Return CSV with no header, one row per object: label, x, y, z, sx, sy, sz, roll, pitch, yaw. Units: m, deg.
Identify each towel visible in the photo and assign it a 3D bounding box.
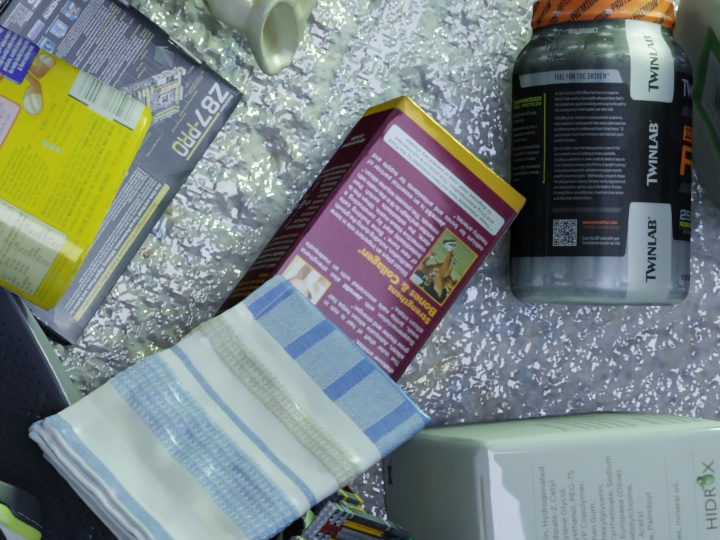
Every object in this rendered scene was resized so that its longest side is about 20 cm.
towel,-0.077,0.092,1.355,0.199,0.024,0.147,-31,59,-27

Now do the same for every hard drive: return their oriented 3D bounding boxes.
hard drive,-0.222,0.112,1.404,0.134,0.042,0.201,-29,83,18

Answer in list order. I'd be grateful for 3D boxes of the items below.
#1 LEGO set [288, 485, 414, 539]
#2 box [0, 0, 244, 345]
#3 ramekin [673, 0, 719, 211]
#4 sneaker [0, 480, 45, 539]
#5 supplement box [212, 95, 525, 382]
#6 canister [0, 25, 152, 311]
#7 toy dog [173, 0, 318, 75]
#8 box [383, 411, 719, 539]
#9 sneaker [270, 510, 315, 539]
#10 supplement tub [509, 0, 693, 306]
LEGO set,-0.047,0.179,1.387,0.154,0.116,0.200,-43,61,11
box,-0.193,-0.079,1.458,0.161,0.049,0.201,35,78,-11
ramekin,0.285,-0.117,1.536,0.097,0.200,0.202,-15,93,-10
sneaker,-0.268,0.143,1.305,0.199,0.072,0.083,24,75,-27
supplement box,0.000,0.000,1.496,0.110,0.086,0.201,39,78,-12
canister,-0.239,-0.082,1.363,0.199,0.087,0.149,29,60,-9
toy dog,-0.115,-0.236,1.424,0.199,0.194,0.140,31,93,19
box,0.125,0.196,1.471,0.170,0.199,0.202,-2,90,-17
sneaker,-0.043,0.223,1.499,0.088,0.076,0.202,17,72,-53
supplement tub,0.160,-0.078,1.531,0.121,0.122,0.202,1,89,-17
